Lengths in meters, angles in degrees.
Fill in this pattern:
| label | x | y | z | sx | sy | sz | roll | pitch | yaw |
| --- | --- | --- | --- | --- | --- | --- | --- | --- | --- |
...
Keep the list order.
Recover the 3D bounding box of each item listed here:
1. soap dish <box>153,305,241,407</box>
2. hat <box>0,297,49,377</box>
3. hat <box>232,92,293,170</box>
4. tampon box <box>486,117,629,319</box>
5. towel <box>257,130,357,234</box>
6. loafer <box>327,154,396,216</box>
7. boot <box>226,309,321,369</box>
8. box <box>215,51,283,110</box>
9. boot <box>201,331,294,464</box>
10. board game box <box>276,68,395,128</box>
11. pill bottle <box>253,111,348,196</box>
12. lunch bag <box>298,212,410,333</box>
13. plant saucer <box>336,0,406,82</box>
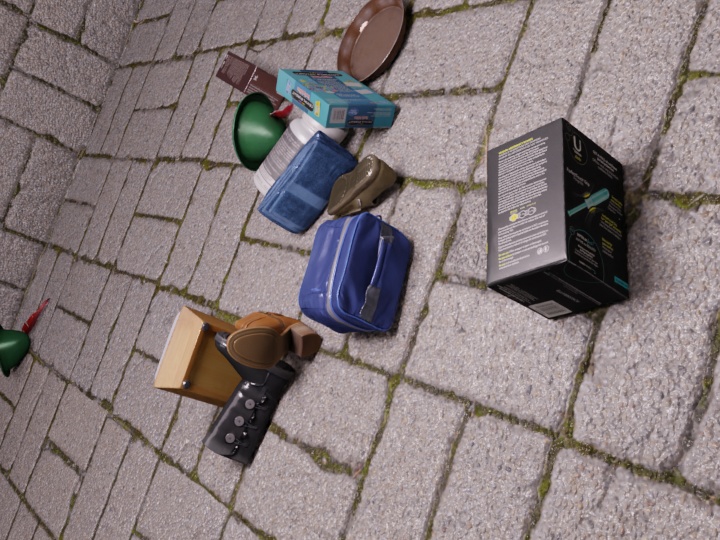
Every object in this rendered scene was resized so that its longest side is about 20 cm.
| label | x | y | z | sx | sy | sz | roll | pitch | yaw |
| --- | --- | --- | --- | --- | --- | --- | --- | --- | --- |
| soap dish | -0.280 | 0.173 | 1.597 | 0.081 | 0.199 | 0.159 | 11 | 78 | 44 |
| hat | -1.064 | 0.231 | 2.693 | 0.167 | 0.173 | 0.202 | -114 | 19 | -47 |
| hat | -0.160 | -0.290 | 1.778 | 0.174 | 0.200 | 0.168 | 6 | 112 | 26 |
| tampon box | 0.255 | -0.063 | 1.096 | 0.125 | 0.149 | 0.203 | -20 | 55 | 43 |
| towel | -0.102 | -0.165 | 1.632 | 0.200 | 0.111 | 0.049 | -49 | 27 | 21 |
| loafer | -0.001 | -0.143 | 1.536 | 0.200 | 0.067 | 0.077 | -29 | 44 | 60 |
| boot | -0.188 | 0.116 | 1.516 | 0.154 | 0.198 | 0.075 | 22 | 102 | 46 |
| box | -0.259 | -0.452 | 1.999 | 0.076 | 0.099 | 0.200 | -61 | 36 | 6 |
| boot | -0.236 | 0.235 | 1.546 | 0.202 | 0.163 | 0.066 | -60 | 4 | 8 |
| board game box | -0.050 | -0.329 | 1.604 | 0.200 | 0.149 | 0.048 | 43 | 130 | 45 |
| pill bottle | -0.118 | -0.231 | 1.688 | 0.201 | 0.112 | 0.114 | -51 | 39 | 20 |
| lunch bag | 0.000 | 0.000 | 1.393 | 0.131 | 0.135 | 0.203 | -5 | 65 | 49 |
| plant saucer | 0.027 | -0.465 | 1.703 | 0.199 | 0.034 | 0.203 | -27 | 51 | 39 |
